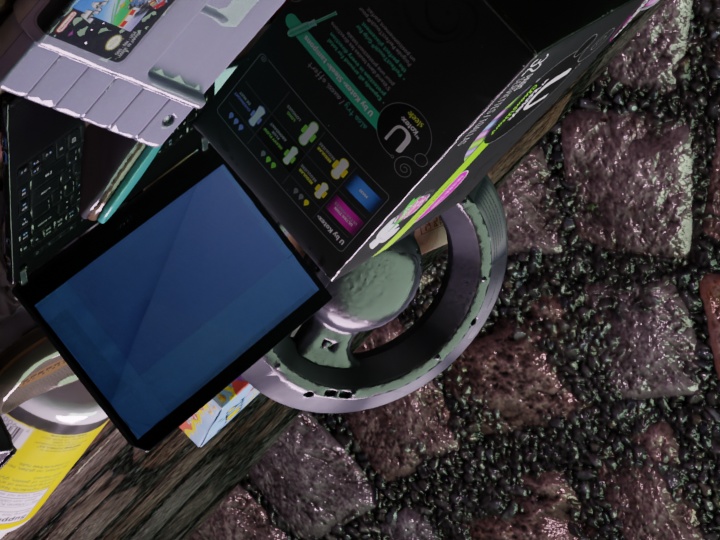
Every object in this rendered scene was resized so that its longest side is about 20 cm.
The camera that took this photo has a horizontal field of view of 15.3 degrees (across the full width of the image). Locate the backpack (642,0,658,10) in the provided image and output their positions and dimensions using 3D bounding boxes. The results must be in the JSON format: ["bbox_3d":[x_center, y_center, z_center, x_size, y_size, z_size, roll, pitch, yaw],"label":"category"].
[{"bbox_3d":[0.110,-0.238,1.577,0.200,0.153,0.176,-7,134,-36],"label":"backpack"}]

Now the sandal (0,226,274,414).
[{"bbox_3d":[-0.130,0.039,1.576,0.200,0.055,0.082,-28,161,-24],"label":"sandal"}]

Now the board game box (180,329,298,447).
[{"bbox_3d":[-0.070,0.011,1.893,0.200,0.103,0.105,-42,175,-22],"label":"board game box"}]

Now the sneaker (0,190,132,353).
[{"bbox_3d":[-0.213,0.012,1.571,0.200,0.075,0.115,-33,160,2],"label":"sneaker"}]

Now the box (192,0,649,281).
[{"bbox_3d":[0.034,-0.117,1.460,0.148,0.124,0.200,-32,167,-51],"label":"box"}]

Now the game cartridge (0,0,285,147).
[{"bbox_3d":[-0.081,-0.150,1.298,0.200,0.038,0.130,-47,150,17],"label":"game cartridge"}]

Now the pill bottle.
[{"bbox_3d":[-0.241,0.103,1.778,0.114,0.114,0.200,-38,171,-50],"label":"pill bottle"}]

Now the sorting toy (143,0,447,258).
[{"bbox_3d":[-0.048,-0.079,1.676,0.199,0.070,0.200,-23,131,-16],"label":"sorting toy"}]

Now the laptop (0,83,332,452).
[{"bbox_3d":[-0.103,-0.037,1.488,0.177,0.103,0.200,-40,147,-40],"label":"laptop"}]

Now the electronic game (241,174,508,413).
[{"bbox_3d":[0.000,0.000,1.684,0.200,0.200,0.042,-46,-146,5],"label":"electronic game"}]

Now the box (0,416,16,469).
[{"bbox_3d":[-0.321,0.145,1.487,0.200,0.050,0.198,-7,152,-45],"label":"box"}]

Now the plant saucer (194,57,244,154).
[{"bbox_3d":[-0.012,-0.115,1.613,0.200,0.019,0.070,-18,128,-20],"label":"plant saucer"}]

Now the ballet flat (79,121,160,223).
[{"bbox_3d":[-0.101,-0.119,1.422,0.200,0.073,0.073,-51,175,-7],"label":"ballet flat"}]
